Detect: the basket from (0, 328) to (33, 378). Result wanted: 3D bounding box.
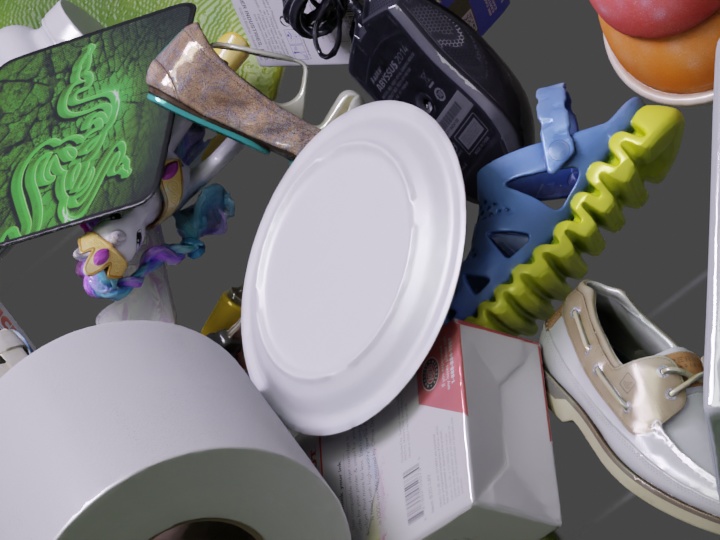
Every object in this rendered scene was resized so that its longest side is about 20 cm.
[{"bbox_3d":[-0.220,0.156,1.519,0.176,0.138,0.201,44,139,33],"label":"basket"}]

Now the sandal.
[{"bbox_3d":[0.100,-0.032,1.417,0.087,0.080,0.200,37,79,20],"label":"sandal"}]

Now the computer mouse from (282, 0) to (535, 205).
[{"bbox_3d":[0.046,-0.130,1.491,0.200,0.053,0.138,52,144,5],"label":"computer mouse"}]

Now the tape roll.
[{"bbox_3d":[-0.121,0.148,1.365,0.203,0.202,0.139,-49,39,7],"label":"tape roll"}]

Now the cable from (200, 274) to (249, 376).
[{"bbox_3d":[-0.110,0.094,1.576,0.200,0.050,0.097,-45,61,28],"label":"cable"}]

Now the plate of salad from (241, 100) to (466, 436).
[{"bbox_3d":[0.000,0.000,1.410,0.199,0.048,0.202,-26,55,43],"label":"plate of salad"}]

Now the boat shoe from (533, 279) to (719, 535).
[{"bbox_3d":[0.164,0.075,1.325,0.200,0.074,0.069,39,117,43],"label":"boat shoe"}]

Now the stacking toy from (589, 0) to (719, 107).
[{"bbox_3d":[0.162,-0.194,1.382,0.145,0.200,0.147,-17,59,31],"label":"stacking toy"}]

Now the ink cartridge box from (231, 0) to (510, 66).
[{"bbox_3d":[0.005,-0.205,1.545,0.199,0.137,0.076,3,39,39],"label":"ink cartridge box"}]

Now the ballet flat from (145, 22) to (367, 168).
[{"bbox_3d":[-0.036,-0.092,1.503,0.068,0.199,0.068,-61,13,0],"label":"ballet flat"}]

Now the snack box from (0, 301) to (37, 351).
[{"bbox_3d":[-0.308,0.002,1.671,0.072,0.201,0.024,-28,17,24],"label":"snack box"}]

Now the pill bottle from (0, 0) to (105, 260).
[{"bbox_3d":[-0.251,-0.094,1.714,0.200,0.112,0.113,-46,49,11],"label":"pill bottle"}]

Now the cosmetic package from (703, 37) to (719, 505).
[{"bbox_3d":[0.258,0.006,1.200,0.166,0.167,0.202,1,68,11],"label":"cosmetic package"}]

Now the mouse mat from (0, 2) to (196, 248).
[{"bbox_3d":[-0.186,-0.092,1.560,0.160,0.008,0.201,-16,41,20],"label":"mouse mat"}]

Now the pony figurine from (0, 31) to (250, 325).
[{"bbox_3d":[-0.150,-0.043,1.583,0.200,0.166,0.193,-54,10,-31],"label":"pony figurine"}]

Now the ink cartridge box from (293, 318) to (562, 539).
[{"bbox_3d":[0.026,0.127,1.399,0.200,0.067,0.117,-37,47,44],"label":"ink cartridge box"}]
